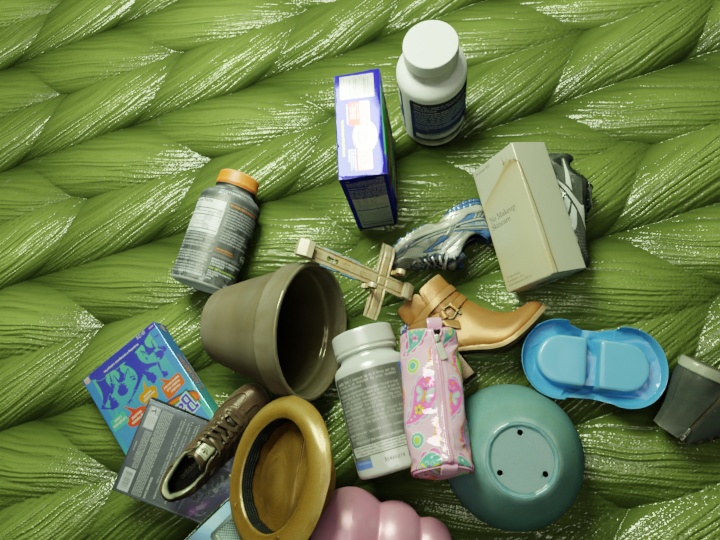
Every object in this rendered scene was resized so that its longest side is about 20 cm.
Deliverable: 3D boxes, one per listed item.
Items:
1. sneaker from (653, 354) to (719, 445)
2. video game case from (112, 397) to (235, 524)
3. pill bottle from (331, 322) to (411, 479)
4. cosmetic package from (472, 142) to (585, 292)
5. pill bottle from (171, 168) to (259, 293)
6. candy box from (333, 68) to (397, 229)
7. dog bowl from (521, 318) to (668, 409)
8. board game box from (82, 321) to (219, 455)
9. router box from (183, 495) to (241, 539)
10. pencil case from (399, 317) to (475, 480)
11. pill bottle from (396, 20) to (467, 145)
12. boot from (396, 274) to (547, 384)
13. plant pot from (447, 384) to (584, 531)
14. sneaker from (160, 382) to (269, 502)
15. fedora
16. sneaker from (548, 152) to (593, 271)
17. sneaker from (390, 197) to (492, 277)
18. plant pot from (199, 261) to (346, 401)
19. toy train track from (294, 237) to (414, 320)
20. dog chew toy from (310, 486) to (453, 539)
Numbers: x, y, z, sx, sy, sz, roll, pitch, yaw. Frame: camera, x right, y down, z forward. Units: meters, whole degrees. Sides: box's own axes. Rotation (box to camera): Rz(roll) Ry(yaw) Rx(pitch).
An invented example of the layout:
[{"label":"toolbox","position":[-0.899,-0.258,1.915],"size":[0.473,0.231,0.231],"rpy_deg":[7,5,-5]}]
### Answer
[{"label":"sneaker","position":[0.504,0.201,0.734],"size":[0.198,0.075,0.107],"rpy_deg":[24,101,3]},{"label":"video game case","position":[-0.253,0.297,0.817],"size":[0.198,0.019,0.144],"rpy_deg":[22,85,-3]},{"label":"pill bottle","position":[0.026,0.187,0.787],"size":[0.113,0.114,0.202],"rpy_deg":[-17,73,4]},{"label":"cosmetic package","position":[0.250,-0.079,0.814],"size":[0.072,0.103,0.202],"rpy_deg":[-7,75,-28]},{"label":"pill bottle","position":[-0.233,-0.066,0.907],"size":[0.105,0.106,0.202],"rpy_deg":[14,77,13]},{"label":"candy box","position":[0.013,-0.179,0.848],"size":[0.076,0.200,0.171],"rpy_deg":[-5,74,6]},{"label":"dog bowl","position":[0.330,0.135,0.779],"size":[0.197,0.050,0.113],"rpy_deg":[6,78,7]},{"label":"board game box","position":[-0.335,0.210,0.876],"size":[0.152,0.045,0.200],"rpy_deg":[-40,73,-4]},{"label":"router box","position":[-0.151,0.423,0.761],"size":[0.150,0.062,0.200],"rpy_deg":[-42,81,-3]},{"label":"pencil case","position":[0.099,0.169,0.716],"size":[0.086,0.088,0.202],"rpy_deg":[-5,62,8]},{"label":"pill bottle","position":[0.115,-0.296,0.864],"size":[0.110,0.200,0.112],"rpy_deg":[-2,74,8]},{"label":"boot","position":[0.166,0.065,0.822],"size":[0.199,0.074,0.155],"rpy_deg":[-34,68,-4]},{"label":"plant pot","position":[0.209,0.251,0.728],"size":[0.197,0.135,0.203],"rpy_deg":[-3,73,9]},{"label":"sneaker","position":[-0.206,0.252,0.776],"size":[0.070,0.076,0.200],"rpy_deg":[40,85,0]},{"label":"fedora","position":[-0.090,0.273,0.716],"size":[0.199,0.081,0.203],"rpy_deg":[-17,62,35]},{"label":"sneaker","position":[0.330,-0.100,0.843],"size":[0.089,0.067,0.202],"rpy_deg":[-16,75,-4]},{"label":"sneaker","position":[0.124,-0.033,0.856],"size":[0.199,0.077,0.086],"rpy_deg":[-31,76,0]},{"label":"plant pot","position":[-0.141,0.087,0.817],"size":[0.172,0.200,0.202],"rpy_deg":[1,74,26]},{"label":"toy train track","position":[0.000,0.000,0.780],"size":[0.198,0.032,0.116],"rpy_deg":[23,74,-25]},{"label":"dog chew toy","position":[0.032,0.370,0.736],"size":[0.197,0.125,0.126],"rpy_deg":[8,75,3]}]
